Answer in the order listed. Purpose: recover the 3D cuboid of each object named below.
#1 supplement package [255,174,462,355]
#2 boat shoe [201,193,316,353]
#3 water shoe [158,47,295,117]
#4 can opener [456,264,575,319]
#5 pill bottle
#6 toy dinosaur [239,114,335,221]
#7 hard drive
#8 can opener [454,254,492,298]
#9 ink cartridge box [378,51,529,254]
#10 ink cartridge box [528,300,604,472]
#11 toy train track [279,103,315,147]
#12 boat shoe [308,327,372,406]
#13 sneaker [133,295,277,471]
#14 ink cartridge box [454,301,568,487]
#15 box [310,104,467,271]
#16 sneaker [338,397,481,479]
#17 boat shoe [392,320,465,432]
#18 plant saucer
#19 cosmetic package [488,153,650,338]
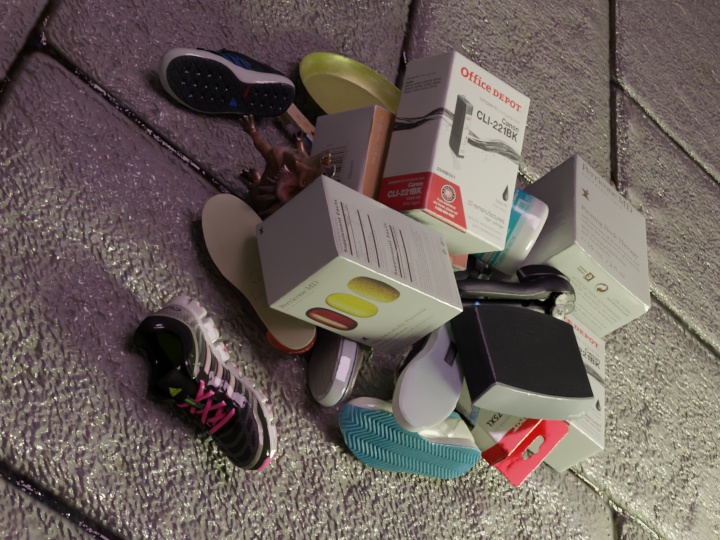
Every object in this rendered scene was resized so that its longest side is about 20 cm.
[{"bbox_3d":[-0.002,-0.002,1.491,0.200,0.114,0.110,23,42,-41],"label":"supplement package"},{"bbox_3d":[-0.114,0.006,1.518,0.200,0.071,0.063,56,-7,8],"label":"boat shoe"},{"bbox_3d":[-0.173,-0.233,1.656,0.200,0.072,0.079,12,26,-44],"label":"water shoe"},{"bbox_3d":[0.199,0.036,1.776,0.199,0.064,0.079,-5,26,-31],"label":"can opener"},{"bbox_3d":[0.144,-0.086,1.841,0.200,0.111,0.111,28,37,0],"label":"pill bottle"},{"bbox_3d":[-0.090,-0.089,1.562,0.086,0.200,0.136,-6,59,-13],"label":"toy dinosaur"},{"bbox_3d":[0.194,0.105,1.594,0.200,0.042,0.135,12,55,-42],"label":"hard drive"},{"bbox_3d":[0.130,0.047,1.807,0.066,0.053,0.200,19,34,8],"label":"can opener"},{"bbox_3d":[0.112,-0.137,1.612,0.144,0.084,0.201,24,70,-39],"label":"ink cartridge box"},{"bbox_3d":[0.254,0.145,1.835,0.144,0.084,0.200,38,37,-23],"label":"ink cartridge box"},{"bbox_3d":[-0.038,-0.131,1.750,0.200,0.033,0.115,49,36,-9],"label":"toy train track"},{"bbox_3d":[-0.013,0.081,1.567,0.062,0.072,0.200,31,38,-20],"label":"boat shoe"},{"bbox_3d":[-0.161,0.119,1.356,0.087,0.074,0.200,-16,70,-55],"label":"sneaker"},{"bbox_3d":[0.165,0.153,1.664,0.200,0.067,0.116,46,67,3],"label":"ink cartridge box"},{"bbox_3d":[0.039,-0.094,1.681,0.200,0.106,0.153,21,72,-41],"label":"box"},{"bbox_3d":[0.048,0.182,1.570,0.200,0.077,0.081,23,28,-39],"label":"sneaker"},{"bbox_3d":[0.072,0.118,1.548,0.074,0.068,0.200,40,41,-14],"label":"boat shoe"},{"bbox_3d":[-0.002,-0.218,1.831,0.200,0.031,0.200,26,32,-18],"label":"plant saucer"},{"bbox_3d":[0.298,-0.019,1.953,0.167,0.166,0.200,38,37,-24],"label":"cosmetic package"}]
